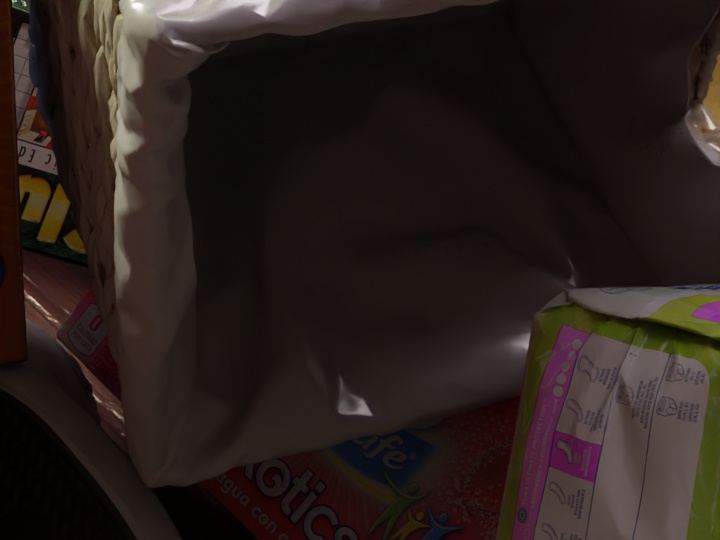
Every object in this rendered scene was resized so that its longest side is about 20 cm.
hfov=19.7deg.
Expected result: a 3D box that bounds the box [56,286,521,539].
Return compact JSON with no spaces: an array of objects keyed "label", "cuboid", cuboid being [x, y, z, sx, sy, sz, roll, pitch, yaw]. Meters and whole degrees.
[{"label":"box","cuboid":[0.010,0.055,0.701,0.200,0.095,0.103,42,7,21]}]

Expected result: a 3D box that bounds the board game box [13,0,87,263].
[{"label":"board game box","cuboid":[-0.132,-0.059,0.899,0.199,0.105,0.023,16,24,-22]}]

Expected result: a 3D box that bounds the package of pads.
[{"label":"package of pads","cuboid":[0.097,0.104,0.581,0.068,0.201,0.154,14,10,37]}]

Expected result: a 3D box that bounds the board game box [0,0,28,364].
[{"label":"board game box","cuboid":[-0.220,-0.092,0.638,0.199,0.201,0.200,-7,28,-18]}]

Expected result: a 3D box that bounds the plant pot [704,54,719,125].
[{"label":"plant pot","cuboid":[0.128,-0.024,0.951,0.027,0.200,0.200,44,5,-34]}]

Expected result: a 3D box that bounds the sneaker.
[{"label":"sneaker","cuboid":[-0.101,0.055,0.670,0.084,0.073,0.200,-1,29,-47]}]

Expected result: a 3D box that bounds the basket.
[{"label":"basket","cuboid":[0.011,-0.071,0.587,0.199,0.199,0.161,-12,56,-14]}]
